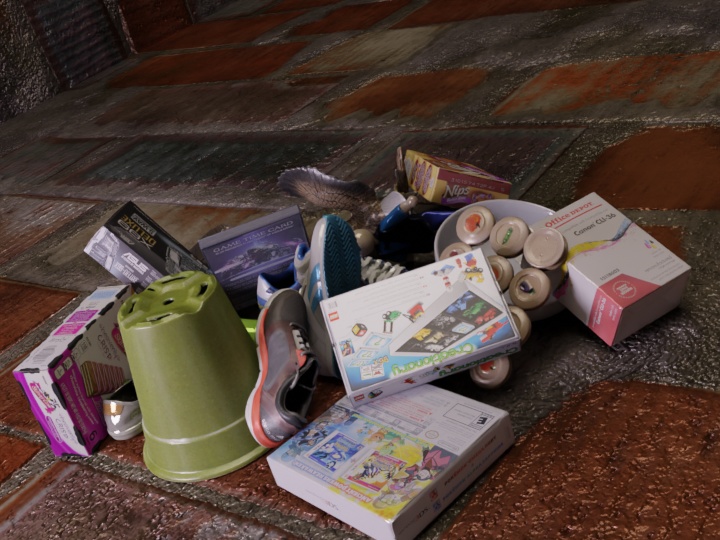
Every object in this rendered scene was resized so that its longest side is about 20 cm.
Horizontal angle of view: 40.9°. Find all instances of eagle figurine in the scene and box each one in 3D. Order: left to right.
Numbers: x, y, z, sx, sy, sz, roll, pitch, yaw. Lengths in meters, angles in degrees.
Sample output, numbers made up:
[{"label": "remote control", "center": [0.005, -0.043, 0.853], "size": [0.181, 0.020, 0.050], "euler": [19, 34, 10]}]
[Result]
[{"label": "eagle figurine", "center": [-0.016, -0.084, 1.466], "size": [0.198, 0.151, 0.153], "euler": [-11, 57, -8]}]

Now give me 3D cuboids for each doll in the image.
[{"label": "doll", "center": [0.080, -0.055, 1.372], "size": [0.198, 0.137, 0.049], "euler": [-8, 52, 0]}]

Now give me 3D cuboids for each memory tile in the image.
[{"label": "memory tile", "center": [0.143, 0.028, 1.126], "size": [0.153, 0.017, 0.201], "euler": [23, 83, 36]}]

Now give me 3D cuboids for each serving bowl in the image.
[{"label": "serving bowl", "center": [0.190, -0.003, 1.226], "size": [0.198, 0.066, 0.201], "euler": [2, 43, -1]}]

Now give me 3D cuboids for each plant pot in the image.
[{"label": "plant pot", "center": [-0.197, 0.110, 1.145], "size": [0.198, 0.191, 0.200], "euler": [-15, 25, 7]}]

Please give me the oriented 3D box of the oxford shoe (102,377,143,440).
[{"label": "oxford shoe", "center": [-0.265, 0.143, 1.275], "size": [0.075, 0.058, 0.200], "euler": [-3, 27, 35]}]

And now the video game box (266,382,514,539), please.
[{"label": "video game box", "center": [0.030, 0.188, 1.013], "size": [0.182, 0.047, 0.199], "euler": [-32, 29, -32]}]

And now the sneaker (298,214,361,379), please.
[{"label": "sneaker", "center": [-0.048, 0.031, 1.201], "size": [0.080, 0.202, 0.076], "euler": [4, 5, 39]}]

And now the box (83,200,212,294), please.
[{"label": "box", "center": [-0.288, -0.003, 1.390], "size": [0.050, 0.200, 0.158], "euler": [-46, 11, 12]}]

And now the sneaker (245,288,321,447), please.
[{"label": "sneaker", "center": [-0.072, 0.105, 1.109], "size": [0.081, 0.077, 0.202], "euler": [-22, 48, 33]}]

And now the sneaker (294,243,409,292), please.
[{"label": "sneaker", "center": [0.000, 0.000, 1.246], "size": [0.199, 0.147, 0.081], "euler": [-13, 21, 38]}]

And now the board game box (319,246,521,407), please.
[{"label": "board game box", "center": [0.065, 0.061, 1.083], "size": [0.198, 0.035, 0.127], "euler": [-18, 58, -1]}]

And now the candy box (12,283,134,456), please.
[{"label": "candy box", "center": [-0.349, 0.127, 1.268], "size": [0.060, 0.137, 0.200], "euler": [-5, 30, 23]}]

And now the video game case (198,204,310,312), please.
[{"label": "video game case", "center": [-0.137, -0.012, 1.363], "size": [0.142, 0.200, 0.019], "euler": [-20, 61, -5]}]

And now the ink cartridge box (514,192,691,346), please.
[{"label": "ink cartridge box", "center": [0.272, -0.017, 1.146], "size": [0.116, 0.068, 0.200], "euler": [-26, 50, -24]}]

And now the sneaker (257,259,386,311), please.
[{"label": "sneaker", "center": [-0.053, 0.017, 1.357], "size": [0.198, 0.083, 0.074], "euler": [-18, 25, -6]}]

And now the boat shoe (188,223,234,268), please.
[{"label": "boat shoe", "center": [-0.259, 0.008, 1.520], "size": [0.199, 0.072, 0.076], "euler": [-31, 39, 17]}]

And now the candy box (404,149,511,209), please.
[{"label": "candy box", "center": [0.139, -0.134, 1.469], "size": [0.116, 0.057, 0.200], "euler": [11, 10, -13]}]

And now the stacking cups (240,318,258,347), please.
[{"label": "stacking cups", "center": [-0.184, 0.091, 1.288], "size": [0.198, 0.061, 0.061], "euler": [1, 31, 18]}]
